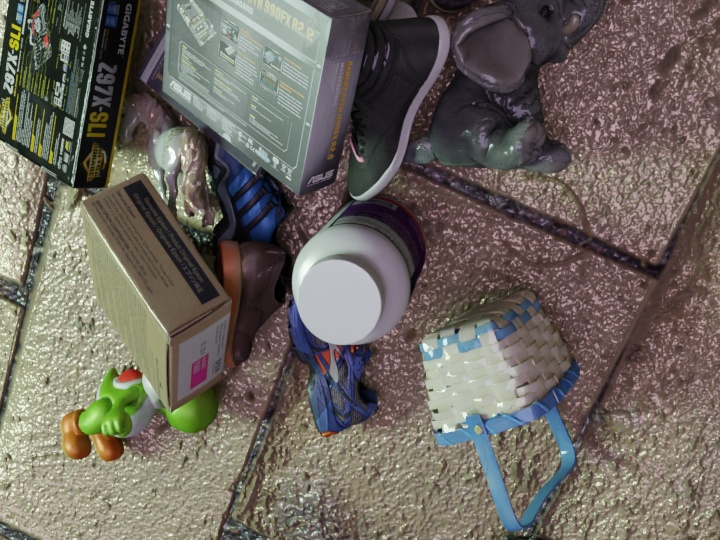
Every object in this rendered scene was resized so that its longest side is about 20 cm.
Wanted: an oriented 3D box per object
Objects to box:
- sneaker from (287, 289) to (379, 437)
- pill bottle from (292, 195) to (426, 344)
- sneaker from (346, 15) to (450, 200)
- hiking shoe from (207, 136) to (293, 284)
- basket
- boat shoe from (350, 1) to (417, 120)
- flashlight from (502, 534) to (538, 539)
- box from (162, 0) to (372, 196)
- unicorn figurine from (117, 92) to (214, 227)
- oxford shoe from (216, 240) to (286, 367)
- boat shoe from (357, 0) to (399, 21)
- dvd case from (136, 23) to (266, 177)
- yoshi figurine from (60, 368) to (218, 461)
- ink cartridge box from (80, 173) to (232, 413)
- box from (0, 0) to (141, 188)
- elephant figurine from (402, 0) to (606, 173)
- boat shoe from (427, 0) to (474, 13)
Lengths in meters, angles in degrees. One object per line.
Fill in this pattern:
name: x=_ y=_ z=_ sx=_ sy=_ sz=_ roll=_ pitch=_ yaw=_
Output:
sneaker: x=-0.029 y=0.083 z=0.917 sx=0.077 sy=0.076 sz=0.203 roll=-12 pitch=112 yaw=5
pill bottle: x=0.000 y=0.000 z=0.810 sx=0.110 sy=0.200 sz=0.114 roll=3 pitch=107 yaw=11
sneaker: x=-0.001 y=-0.149 z=0.773 sx=0.098 sy=0.071 sz=0.201 roll=-1 pitch=137 yaw=-29
hiking shoe: x=-0.112 y=-0.086 z=0.884 sx=0.085 sy=0.075 sz=0.203 roll=2 pitch=117 yaw=3
basket: x=0.151 y=0.134 z=0.840 sx=0.138 sy=0.176 sz=0.202 roll=-26 pitch=86 yaw=32
boat shoe: x=-0.022 y=-0.184 z=0.832 sx=0.201 sy=0.060 sz=0.072 roll=-41 pitch=63 yaw=3
flashlight: x=0.179 y=0.410 z=0.967 sx=0.067 sy=0.068 sz=0.203 roll=3 pitch=106 yaw=8
box: x=-0.089 y=-0.184 z=0.713 sx=0.199 sy=0.048 sz=0.160 roll=37 pitch=132 yaw=27
unicorn figurine: x=-0.201 y=-0.117 z=0.870 sx=0.198 sy=0.073 sz=0.140 roll=8 pitch=110 yaw=46
oxford shoe: x=-0.114 y=0.042 z=0.887 sx=0.072 sy=0.072 sz=0.201 roll=-5 pitch=148 yaw=-13
boat shoe: x=0.030 y=-0.285 z=0.774 sx=0.074 sy=0.068 sz=0.202 roll=35 pitch=106 yaw=37
dvd case: x=-0.123 y=-0.206 z=0.813 sx=0.199 sy=0.016 sz=0.150 roll=39 pitch=102 yaw=28
yoshi figurine: x=-0.243 y=0.168 z=0.967 sx=0.199 sy=0.113 sz=0.112 roll=-33 pitch=114 yaw=16
ink cartridge box: x=-0.206 y=0.029 z=0.848 sx=0.165 sy=0.075 sz=0.201 roll=52 pitch=153 yaw=16
box: x=-0.307 y=-0.206 z=0.861 sx=0.159 sy=0.049 sz=0.203 roll=29 pitch=112 yaw=32
elephant figurine: x=0.139 y=-0.196 z=0.775 sx=0.153 sy=0.141 sz=0.204 roll=-3 pitch=101 yaw=-30
boat shoe: x=0.143 y=-0.305 z=0.746 sx=0.073 sy=0.065 sz=0.200 roll=38 pitch=102 yaw=-26
